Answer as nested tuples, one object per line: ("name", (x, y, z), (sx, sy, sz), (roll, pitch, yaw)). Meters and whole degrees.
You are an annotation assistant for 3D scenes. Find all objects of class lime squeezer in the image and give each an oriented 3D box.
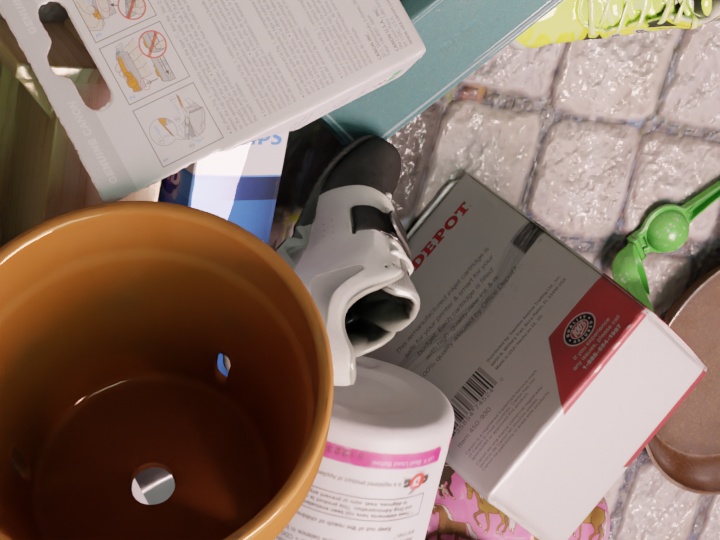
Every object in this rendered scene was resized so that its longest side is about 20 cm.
("lime squeezer", (0.211, -0.018, 1.342), (0.038, 0.070, 0.200), (51, 53, -21))

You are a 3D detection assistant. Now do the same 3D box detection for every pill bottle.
("pill bottle", (-0.021, 0.159, 1.159), (0.113, 0.113, 0.201), (2, 112, -30))

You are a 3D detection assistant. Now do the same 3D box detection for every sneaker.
("sneaker", (0.175, -0.181, 1.228), (0.199, 0.076, 0.076), (-19, 124, -18))
("sneaker", (0.000, 0.000, 1.139), (0.074, 0.088, 0.200), (91, 20, -43))

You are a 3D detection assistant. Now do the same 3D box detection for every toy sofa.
("toy sofa", (-0.167, -0.035, 1.099), (0.097, 0.083, 0.201), (0, 113, -26))

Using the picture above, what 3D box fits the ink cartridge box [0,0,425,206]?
("ink cartridge box", (-0.088, -0.140, 1.055), (0.199, 0.050, 0.162), (-28, 86, -17))

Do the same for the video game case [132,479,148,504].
("video game case", (-0.131, 0.233, 1.109), (0.024, 0.183, 0.201), (-8, 126, 20))

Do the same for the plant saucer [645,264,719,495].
("plant saucer", (0.278, 0.068, 1.439), (0.199, 0.034, 0.202), (-14, 120, -25))

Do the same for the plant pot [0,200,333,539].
("plant pot", (-0.112, 0.086, 1.006), (0.199, 0.201, 0.140), (-28, 155, -15))

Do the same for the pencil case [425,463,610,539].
("pencil case", (0.075, 0.170, 1.345), (0.199, 0.083, 0.087), (12, 129, -34))

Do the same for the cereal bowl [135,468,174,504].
("cereal bowl", (-0.113, 0.188, 1.243), (0.199, 0.083, 0.201), (-13, 119, -25))

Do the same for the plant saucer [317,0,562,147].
("plant saucer", (0.055, -0.144, 1.179), (0.200, 0.019, 0.070), (-37, 128, 14))

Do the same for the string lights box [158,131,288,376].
("string lights box", (-0.102, -0.010, 1.138), (0.059, 0.103, 0.201), (-2, 114, -30))

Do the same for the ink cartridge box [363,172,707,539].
("ink cartridge box", (0.091, 0.051, 1.220), (0.147, 0.200, 0.083), (-50, 131, 2))
